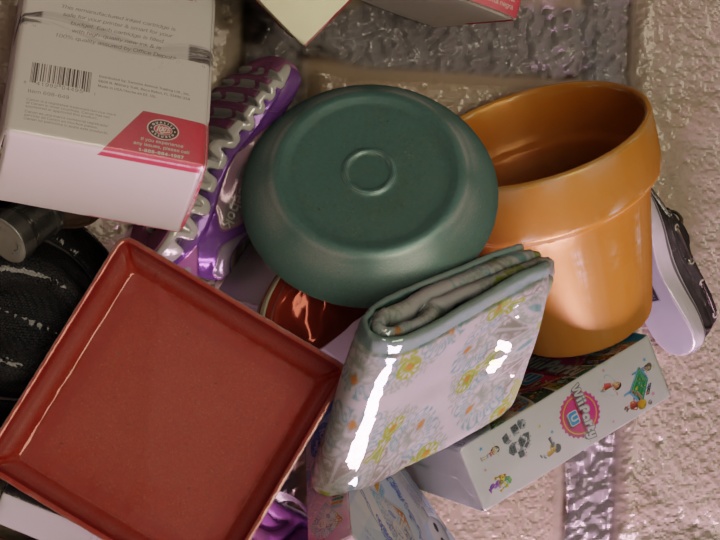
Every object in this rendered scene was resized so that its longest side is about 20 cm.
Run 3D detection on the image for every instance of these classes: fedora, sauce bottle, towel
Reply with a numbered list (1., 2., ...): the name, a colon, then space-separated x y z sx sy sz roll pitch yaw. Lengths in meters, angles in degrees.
1. fedora: -0.263 0.037 1.336 0.200 0.092 0.201 -2 96 -24
2. sauce bottle: -0.204 -0.076 1.335 0.200 0.065 0.065 -42 112 -41
3. towel: 0.058 0.076 1.326 0.200 0.048 0.172 -21 139 -38

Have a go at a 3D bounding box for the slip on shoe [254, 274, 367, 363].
1. slip on shoe: 0.000 0.000 1.352 0.200 0.061 0.074 -38 109 -16

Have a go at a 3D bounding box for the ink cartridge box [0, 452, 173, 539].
1. ink cartridge box: -0.171 0.184 1.334 0.199 0.100 0.039 24 126 -8

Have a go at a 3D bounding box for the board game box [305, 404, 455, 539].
1. board game box: 0.023 0.225 1.418 0.043 0.199 0.200 -28 118 12

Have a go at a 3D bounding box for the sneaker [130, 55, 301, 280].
1. sneaker: -0.101 -0.077 1.416 0.088 0.080 0.201 33 85 -30

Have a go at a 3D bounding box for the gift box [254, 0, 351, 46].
1. gift box: -0.069 -0.296 1.349 0.185 0.200 0.187 -46 107 -1

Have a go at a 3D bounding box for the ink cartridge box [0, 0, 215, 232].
1. ink cartridge box: -0.187 -0.138 1.294 0.145 0.085 0.201 10 51 -13

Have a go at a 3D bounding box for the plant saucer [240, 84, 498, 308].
1. plant saucer: 0.007 -0.068 1.335 0.199 0.036 0.201 0 62 1

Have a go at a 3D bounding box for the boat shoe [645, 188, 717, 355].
1. boat shoe: 0.275 -0.021 1.599 0.066 0.070 0.200 -39 106 -36

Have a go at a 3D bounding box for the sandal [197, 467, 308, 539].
1. sandal: -0.056 0.205 1.373 0.203 0.050 0.083 43 34 -41

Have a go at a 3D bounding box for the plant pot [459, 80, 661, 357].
1. plant pot: 0.167 -0.035 1.484 0.200 0.200 0.184 -28 117 -20

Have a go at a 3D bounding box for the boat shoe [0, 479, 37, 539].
1. boat shoe: -0.306 0.165 1.338 0.199 0.072 0.076 22 85 -25

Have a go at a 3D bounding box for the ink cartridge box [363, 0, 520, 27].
1. ink cartridge box: 0.086 -0.310 1.440 0.083 0.146 0.201 16 88 -26

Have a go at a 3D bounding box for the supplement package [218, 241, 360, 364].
1. supplement package: 0.003 0.035 1.450 0.200 0.109 0.114 37 79 -23

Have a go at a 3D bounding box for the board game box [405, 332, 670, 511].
1. board game box: 0.141 0.121 1.502 0.200 0.147 0.064 -29 104 -21

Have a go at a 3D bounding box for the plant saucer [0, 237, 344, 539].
1. plant saucer: -0.143 0.109 1.297 0.199 0.037 0.200 30 80 2
